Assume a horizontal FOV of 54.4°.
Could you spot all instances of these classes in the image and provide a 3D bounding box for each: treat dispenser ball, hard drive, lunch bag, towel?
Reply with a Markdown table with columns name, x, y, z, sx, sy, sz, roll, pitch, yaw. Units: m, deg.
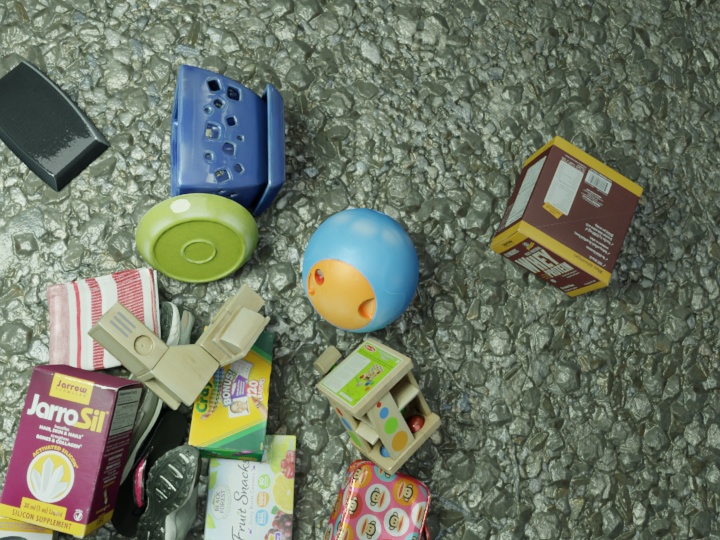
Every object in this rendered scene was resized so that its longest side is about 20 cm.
| name | x | y | z | sx | sy | sz | roll | pitch | yaw |
| --- | --- | --- | --- | --- | --- | --- | --- | --- | --- |
| treat dispenser ball | 0.000 | 0.000 | 1.167 | 0.195 | 0.201 | 0.207 | 2 | 79 | -11 |
| hard drive | -0.538 | -0.249 | 1.181 | 0.200 | 0.042 | 0.135 | 46 | 74 | -1 |
| lunch bag | 0.036 | 0.430 | 1.154 | 0.172 | 0.082 | 0.204 | 23 | 75 | -7 |
| towel | -0.410 | 0.081 | 1.113 | 0.194 | 0.023 | 0.148 | -10 | 80 | 13 |

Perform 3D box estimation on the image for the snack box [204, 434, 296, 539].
| name | x | y | z | sx | sy | sz | roll | pitch | yaw |
| --- | --- | --- | --- | --- | --- | --- | --- | --- | --- |
| snack box | -0.178 | 0.370 | 1.134 | 0.138 | 0.053 | 0.206 | 3 | 77 | -11 |

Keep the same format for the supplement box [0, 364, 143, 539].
| name | x | y | z | sx | sy | sz | roll | pitch | yaw |
| --- | --- | --- | --- | --- | --- | --- | --- | --- | --- |
| supplement box | -0.401 | 0.246 | 0.981 | 0.127 | 0.103 | 0.206 | 11 | 85 | 4 |

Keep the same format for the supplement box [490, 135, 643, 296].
| name | x | y | z | sx | sy | sz | roll | pitch | yaw |
| --- | --- | --- | --- | --- | --- | --- | --- | --- | --- |
| supplement box | 0.381 | -0.095 | 1.304 | 0.194 | 0.133 | 0.204 | 28 | 75 | -6 |

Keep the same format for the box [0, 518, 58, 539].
| name | x | y | z | sx | sy | sz | roll | pitch | yaw |
| --- | --- | --- | --- | --- | --- | --- | --- | --- | --- |
| box | -0.515 | 0.452 | 1.027 | 0.116 | 0.041 | 0.206 | 7 | 93 | -10 |

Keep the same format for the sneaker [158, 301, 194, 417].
| name | x | y | z | sx | sy | sz | roll | pitch | yaw |
| --- | --- | --- | --- | --- | --- | --- | --- | --- | --- |
| sneaker | -0.315 | 0.156 | 1.136 | 0.073 | 0.079 | 0.205 | 16 | 89 | 33 |

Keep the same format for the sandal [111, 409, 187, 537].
| name | x | y | z | sx | sy | sz | roll | pitch | yaw |
| --- | --- | --- | --- | --- | --- | --- | --- | --- | --- |
| sandal | -0.327 | 0.318 | 1.096 | 0.075 | 0.044 | 0.204 | 36 | 74 | -46 |

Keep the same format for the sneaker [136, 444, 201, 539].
| name | x | y | z | sx | sy | sz | roll | pitch | yaw |
| --- | --- | --- | --- | --- | --- | --- | --- | --- | --- |
| sneaker | -0.279 | 0.342 | 1.061 | 0.073 | 0.079 | 0.204 | 33 | 115 | 23 |

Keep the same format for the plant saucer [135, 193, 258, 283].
| name | x | y | z | sx | sy | sz | roll | pitch | yaw |
| --- | --- | --- | --- | --- | --- | --- | --- | --- | --- |
| plant saucer | -0.260 | -0.040 | 1.124 | 0.194 | 0.202 | 0.032 | -3 | 51 | -13 |

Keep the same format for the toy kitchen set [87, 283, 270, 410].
| name | x | y | z | sx | sy | sz | roll | pitch | yaw |
| --- | --- | --- | --- | --- | --- | --- | --- | --- | --- |
| toy kitchen set | -0.250 | 0.063 | 1.028 | 0.180 | 0.162 | 0.202 | 44 | 56 | -15 |

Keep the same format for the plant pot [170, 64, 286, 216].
| name | x | y | z | sx | sy | sz | roll | pitch | yaw |
| --- | --- | --- | --- | --- | --- | --- | --- | --- | --- |
| plant pot | -0.222 | -0.197 | 1.166 | 0.175 | 0.200 | 0.206 | 1 | 78 | -19 |

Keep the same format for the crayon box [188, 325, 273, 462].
| name | x | y | z | sx | sy | sz | roll | pitch | yaw |
| --- | --- | --- | --- | --- | --- | --- | --- | --- | --- |
| crayon box | -0.206 | 0.197 | 1.129 | 0.115 | 0.059 | 0.205 | 7 | 59 | -10 |

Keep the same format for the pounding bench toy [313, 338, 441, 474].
| name | x | y | z | sx | sy | sz | roll | pitch | yaw |
| --- | --- | --- | --- | --- | --- | --- | --- | --- | --- |
| pounding bench toy | 0.015 | 0.217 | 1.175 | 0.124 | 0.198 | 0.158 | -39 | 119 | -20 |

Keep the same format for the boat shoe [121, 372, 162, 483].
| name | x | y | z | sx | sy | sz | roll | pitch | yaw |
| --- | --- | --- | --- | --- | --- | --- | --- | --- | --- |
| boat shoe | -0.360 | 0.231 | 1.062 | 0.071 | 0.060 | 0.206 | 21 | 86 | 35 |
